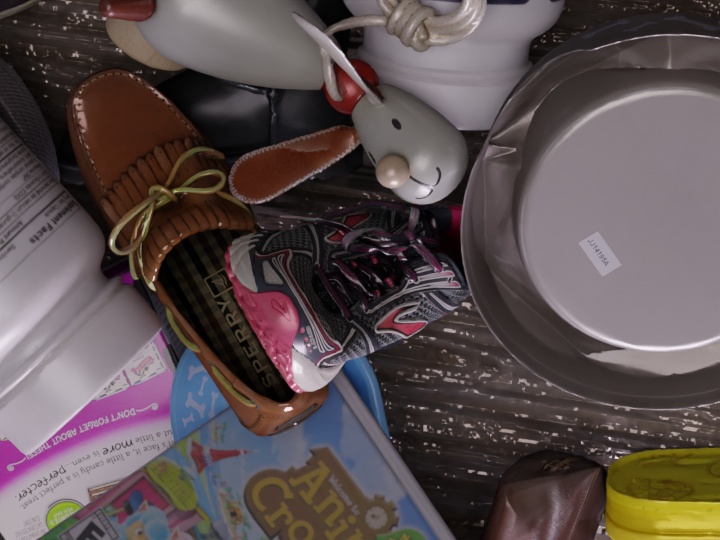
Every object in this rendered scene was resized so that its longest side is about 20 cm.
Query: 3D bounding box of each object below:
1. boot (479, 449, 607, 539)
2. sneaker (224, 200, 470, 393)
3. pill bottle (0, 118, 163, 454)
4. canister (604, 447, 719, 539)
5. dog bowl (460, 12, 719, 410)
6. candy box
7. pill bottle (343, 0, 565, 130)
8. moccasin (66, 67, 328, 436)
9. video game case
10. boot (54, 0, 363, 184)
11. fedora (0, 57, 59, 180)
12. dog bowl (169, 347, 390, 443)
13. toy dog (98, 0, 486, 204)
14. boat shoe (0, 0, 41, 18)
[{"bbox_3d":[0.052,0.184,1.317,0.064,0.186,0.201,31,110,25],"label":"boot"},{"bbox_3d":[0.000,0.000,1.220,0.074,0.200,0.081,-28,89,25],"label":"sneaker"},{"bbox_3d":[-0.197,-0.015,1.243,0.113,0.113,0.200,-41,95,15],"label":"pill bottle"},{"bbox_3d":[0.205,0.201,1.340,0.147,0.087,0.202,-1,105,9],"label":"canister"},{"bbox_3d":[0.146,-0.033,1.230,0.198,0.059,0.201,1,117,1],"label":"dog bowl"},{"bbox_3d":[-0.134,0.107,1.378,0.136,0.061,0.201,-22,99,12],"label":"candy box"},{"bbox_3d":[0.049,-0.177,1.255,0.115,0.116,0.202,7,104,6],"label":"pill bottle"},{"bbox_3d":[-0.083,-0.012,1.248,0.073,0.078,0.202,-24,78,-6],"label":"moccasin"},{"bbox_3d":[-0.037,0.169,1.265,0.181,0.022,0.201,-34,84,-8],"label":"video game case"},{"bbox_3d":[-0.083,-0.148,1.307,0.163,0.066,0.202,-3,105,2],"label":"boot"},{"bbox_3d":[-0.245,-0.033,1.345,0.176,0.090,0.201,27,97,-1],"label":"fedora"},{"bbox_3d":[-0.030,0.116,1.333,0.111,0.049,0.202,-13,93,-29],"label":"dog bowl"},{"bbox_3d":[-0.046,-0.101,1.207,0.199,0.096,0.133,20,119,23],"label":"toy dog"},{"bbox_3d":[-0.230,-0.156,1.327,0.198,0.065,0.072,-12,101,11],"label":"boat shoe"}]
